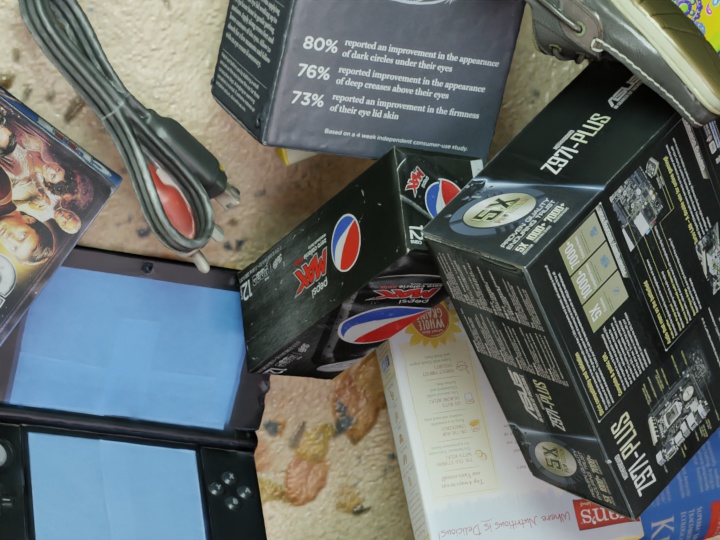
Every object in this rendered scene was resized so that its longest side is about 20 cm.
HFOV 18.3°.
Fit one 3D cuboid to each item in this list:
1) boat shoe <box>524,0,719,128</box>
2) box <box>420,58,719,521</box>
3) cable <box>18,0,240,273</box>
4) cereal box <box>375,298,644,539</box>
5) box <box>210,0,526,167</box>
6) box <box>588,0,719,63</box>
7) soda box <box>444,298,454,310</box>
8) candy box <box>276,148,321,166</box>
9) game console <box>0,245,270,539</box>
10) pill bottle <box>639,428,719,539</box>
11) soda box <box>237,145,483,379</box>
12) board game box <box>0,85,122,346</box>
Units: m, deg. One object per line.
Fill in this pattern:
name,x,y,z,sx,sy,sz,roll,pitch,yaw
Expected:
boat shoe,0.118,-0.144,1.206,0.201,0.072,0.066,47,110,12
box,0.146,0.009,1.268,0.164,0.086,0.201,-45,129,-23
cable,-0.142,-0.079,1.320,0.050,0.098,0.200,-29,119,34
cereal box,0.089,0.088,1.427,0.143,0.040,0.202,-5,71,-17
box,0.013,-0.171,1.292,0.147,0.104,0.202,7,108,-25
box,0.213,-0.163,1.343,0.121,0.200,0.194,-26,117,-7
soda box,0.144,-0.032,1.432,0.198,0.069,0.064,-9,156,-18
candy box,-0.024,-0.171,1.353,0.101,0.026,0.202,-20,117,-15
game console,-0.140,0.092,1.375,0.198,0.173,0.119,8,135,-22
pill bottle,0.208,0.131,1.514,0.198,0.112,0.113,-16,116,-12
soda box,0.000,0.000,1.333,0.063,0.200,0.071,5,65,-30
board game box,-0.252,-0.013,1.309,0.135,0.035,0.201,36,97,-9
